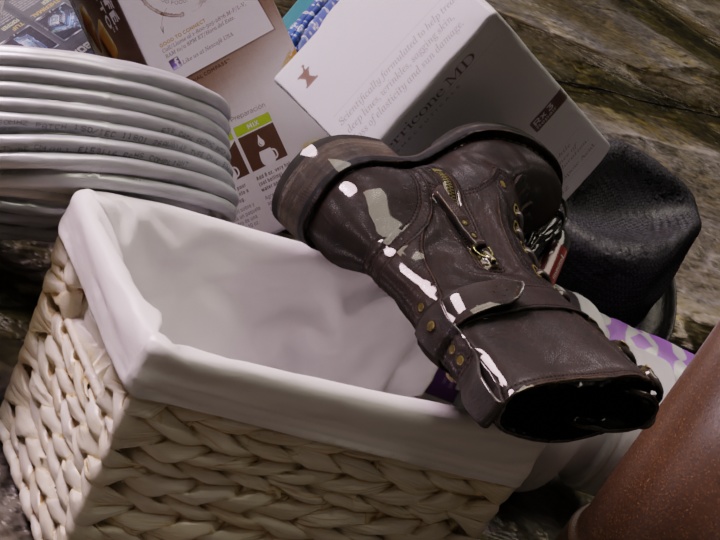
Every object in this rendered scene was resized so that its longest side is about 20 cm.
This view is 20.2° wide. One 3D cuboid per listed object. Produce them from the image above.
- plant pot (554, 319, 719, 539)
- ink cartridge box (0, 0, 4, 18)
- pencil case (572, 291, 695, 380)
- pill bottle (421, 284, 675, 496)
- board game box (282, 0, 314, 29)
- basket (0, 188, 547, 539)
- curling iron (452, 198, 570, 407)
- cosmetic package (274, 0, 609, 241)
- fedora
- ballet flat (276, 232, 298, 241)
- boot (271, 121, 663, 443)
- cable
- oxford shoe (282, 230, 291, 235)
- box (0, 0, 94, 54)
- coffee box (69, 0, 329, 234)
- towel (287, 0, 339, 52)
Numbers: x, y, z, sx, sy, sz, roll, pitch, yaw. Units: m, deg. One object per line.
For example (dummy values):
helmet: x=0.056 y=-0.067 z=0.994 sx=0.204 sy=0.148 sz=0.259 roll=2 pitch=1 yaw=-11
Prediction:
plant pot: x=0.200 y=0.121 z=0.939 sx=0.199 sy=0.199 sz=0.201 roll=24 pitch=20 yaw=-9
ink cartridge box: x=-0.284 y=-0.125 z=0.998 sx=0.199 sy=0.118 sz=0.068 roll=-6 pitch=50 yaw=-27
pencil case: x=0.192 y=0.091 z=1.183 sx=0.199 sy=0.084 sz=0.085 roll=25 pitch=-3 yaw=-9
pill bottle: x=0.060 y=0.050 z=1.063 sx=0.199 sy=0.112 sz=0.112 roll=22 pitch=20 yaw=-14
board game box: x=0.032 y=-0.081 z=1.331 sx=0.150 sy=0.047 sz=0.201 roll=14 pitch=48 yaw=-32
basket: x=-0.044 y=0.066 z=0.875 sx=0.199 sy=0.124 sz=0.136 roll=14 pitch=24 yaw=-30
curling iron: x=0.058 y=0.042 z=0.986 sx=0.049 sy=0.026 sz=0.201 roll=27 pitch=62 yaw=-7
cosmetic package: x=0.048 y=-0.080 z=1.042 sx=0.074 sy=0.102 sz=0.200 roll=46 pitch=6 yaw=26
fedora: x=0.145 y=-0.023 z=1.267 sx=0.199 sy=0.091 sz=0.202 roll=18 pitch=56 yaw=-29
ballet flat: x=0.000 y=0.000 z=1.178 sx=0.069 sy=0.070 sz=0.199 roll=39 pitch=23 yaw=30
boot: x=0.068 y=0.012 z=0.891 sx=0.199 sy=0.070 sz=0.174 roll=-7 pitch=42 yaw=-48
cable: x=-0.156 y=-0.057 z=0.948 sx=0.198 sy=0.070 sz=0.200 roll=6 pitch=-7 yaw=-18
oxford shoe: x=-0.120 y=-0.063 z=1.211 sx=0.199 sy=0.071 sz=0.073 roll=27 pitch=-16 yaw=22
box: x=-0.204 y=-0.131 z=1.155 sx=0.157 sy=0.051 sz=0.200 roll=31 pitch=46 yaw=16
coffee box: x=-0.089 y=-0.113 z=1.074 sx=0.201 sy=0.079 sz=0.114 roll=66 pitch=-17 yaw=-6
towel: x=0.019 y=-0.108 z=1.199 sx=0.145 sy=0.024 sz=0.200 roll=58 pitch=31 yaw=-18
